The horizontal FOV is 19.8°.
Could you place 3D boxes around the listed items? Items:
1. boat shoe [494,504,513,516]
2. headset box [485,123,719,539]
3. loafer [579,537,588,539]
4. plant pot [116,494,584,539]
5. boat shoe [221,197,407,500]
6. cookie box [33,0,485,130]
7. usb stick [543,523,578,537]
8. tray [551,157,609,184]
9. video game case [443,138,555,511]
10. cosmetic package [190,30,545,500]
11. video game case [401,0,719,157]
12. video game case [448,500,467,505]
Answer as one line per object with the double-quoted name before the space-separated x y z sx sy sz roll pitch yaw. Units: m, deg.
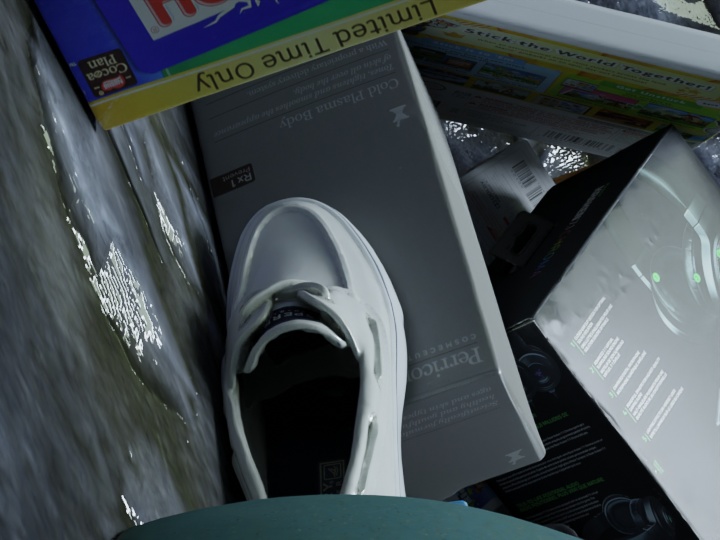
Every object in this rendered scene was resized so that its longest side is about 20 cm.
"boat shoe" 0.026 0.089 1.028 0.201 0.072 0.066 54 -31 2
"headset box" 0.137 0.054 0.995 0.200 0.092 0.174 51 46 -12
"loafer" 0.082 0.206 0.954 0.076 0.068 0.202 -114 -160 -62
"plant pot" 0.028 0.146 0.568 0.200 0.134 0.202 -20 90 -84
"boat shoe" -0.018 0.036 0.779 0.066 0.073 0.201 70 4 -47
"cookie box" -0.049 -0.165 0.679 0.076 0.170 0.201 -98 167 -50
"usb stick" 0.091 0.210 0.893 0.055 0.032 0.202 -117 -159 -73
"tray" 0.083 0.010 1.126 0.037 0.198 0.099 23 48 -87
"video game case" 0.063 0.028 1.029 0.200 0.018 0.144 -32 88 -46
"cosmetic package" 0.000 0.000 0.896 0.090 0.106 0.201 61 10 -52
"video game case" 0.085 -0.098 1.006 0.182 0.198 0.023 138 -36 -77
"video game case" 0.060 0.208 0.842 0.200 0.018 0.144 -116 -158 -61
